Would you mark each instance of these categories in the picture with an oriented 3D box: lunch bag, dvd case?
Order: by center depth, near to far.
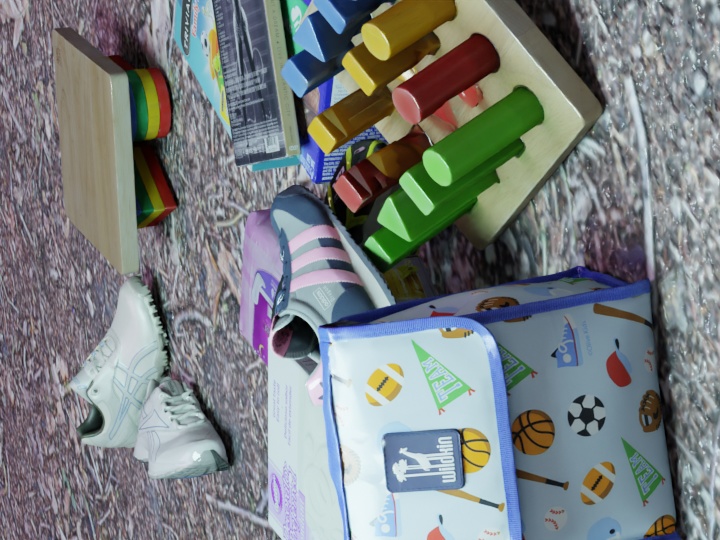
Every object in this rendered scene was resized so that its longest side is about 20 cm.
[{"bbox_3d":[0.077,0.097,1.338,0.124,0.199,0.171,-174,76,-68],"label":"lunch bag"},{"bbox_3d":[-0.082,-0.180,1.674,0.149,0.016,0.201,179,82,-73],"label":"dvd case"}]

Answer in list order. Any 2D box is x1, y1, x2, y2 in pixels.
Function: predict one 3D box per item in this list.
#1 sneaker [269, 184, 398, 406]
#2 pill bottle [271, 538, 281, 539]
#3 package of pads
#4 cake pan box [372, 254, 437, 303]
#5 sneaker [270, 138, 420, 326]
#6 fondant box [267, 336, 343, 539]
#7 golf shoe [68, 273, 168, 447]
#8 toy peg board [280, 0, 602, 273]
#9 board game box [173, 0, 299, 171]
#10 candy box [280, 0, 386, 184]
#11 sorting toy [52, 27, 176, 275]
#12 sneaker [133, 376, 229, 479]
[{"bbox_3d":[-0.034,0.014,1.485,0.200,0.082,0.070,53,168,52],"label":"sneaker"},{"bbox_3d":[-0.061,0.339,1.928,0.112,0.112,0.200,116,140,-57],"label":"pill bottle"},{"bbox_3d":[-0.028,0.042,1.757,0.200,0.075,0.121,-133,42,-54],"label":"package of pads"},{"bbox_3d":[0.029,0.121,1.553,0.200,0.052,0.184,108,150,-48],"label":"cake pan box"},{"bbox_3d":[0.000,0.000,1.601,0.200,0.076,0.075,-60,38,32],"label":"sneaker"},{"bbox_3d":[-0.003,0.140,1.494,0.200,0.058,0.145,-138,45,-62],"label":"fondant box"},{"bbox_3d":[-0.251,0.101,2.336,0.078,0.097,0.201,-130,38,-56],"label":"golf shoe"},{"bbox_3d":[0.023,-0.110,1.430,0.199,0.098,0.200,51,153,8],"label":"toy peg board"},{"bbox_3d":[-0.099,-0.202,1.875,0.200,0.047,0.151,-122,30,-44],"label":"board game box"},{"bbox_3d":[-0.021,-0.192,1.637,0.169,0.077,0.200,-122,31,-47],"label":"candy box"},{"bbox_3d":[-0.238,-0.124,2.240,0.199,0.069,0.201,-141,46,-60],"label":"sorting toy"},{"bbox_3d":[-0.182,0.155,2.220,0.200,0.074,0.087,-165,72,-67],"label":"sneaker"}]
